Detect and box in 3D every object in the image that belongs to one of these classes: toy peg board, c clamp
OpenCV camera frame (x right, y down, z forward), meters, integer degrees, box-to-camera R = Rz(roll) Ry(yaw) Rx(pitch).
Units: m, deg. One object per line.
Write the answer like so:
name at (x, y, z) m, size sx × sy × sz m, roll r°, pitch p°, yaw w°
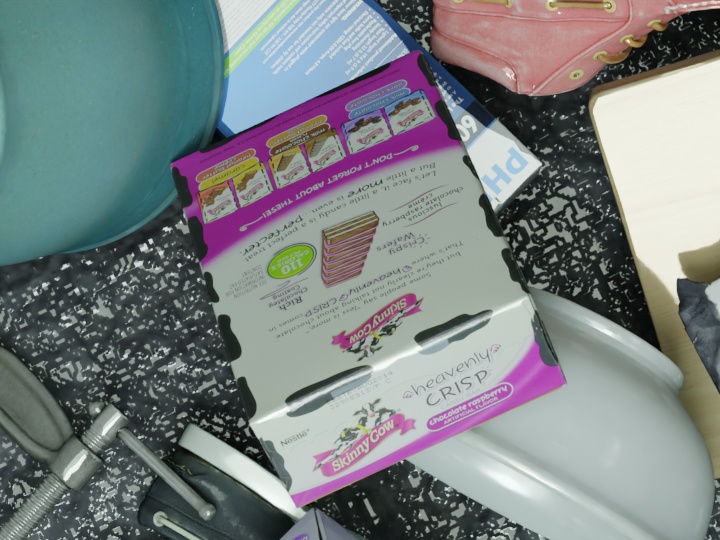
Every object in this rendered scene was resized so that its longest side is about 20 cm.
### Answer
toy peg board at (0.236, -0.030, 1.469) m, size 0.199 × 0.098 × 0.200 m, roll -16°, pitch 103°, yaw 11°
c clamp at (-0.196, 0.124, 1.476) m, size 0.200 × 0.027 × 0.171 m, roll -43°, pitch 68°, yaw 2°

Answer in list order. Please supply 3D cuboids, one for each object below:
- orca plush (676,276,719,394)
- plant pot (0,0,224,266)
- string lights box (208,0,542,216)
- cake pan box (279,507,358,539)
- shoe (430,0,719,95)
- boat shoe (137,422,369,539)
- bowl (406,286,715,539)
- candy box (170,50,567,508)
orca plush at (0.251, 0.003, 1.384) m, size 0.200 × 0.105 × 0.071 m, roll -35°, pitch 131°, yaw 11°
plant pot at (-0.188, -0.088, 1.397) m, size 0.199 × 0.188 × 0.201 m, roll 4°, pitch 104°, yaw 17°
string lights box at (-0.015, -0.084, 1.492) m, size 0.200 × 0.059 × 0.103 m, roll 45°, pitch 89°, yaw 2°
cake pan box at (-0.016, 0.233, 1.426) m, size 0.184 × 0.052 × 0.200 m, roll 37°, pitch 105°, yaw -24°
shoe at (0.127, -0.133, 1.449) m, size 0.199 × 0.072 × 0.091 m, roll 9°, pitch 121°, yaw 15°
boat shoe at (-0.018, 0.153, 1.478) m, size 0.199 × 0.076 × 0.060 m, roll 33°, pitch 87°, yaw 14°
bowl at (0.092, 0.068, 1.419) m, size 0.200 × 0.201 × 0.091 m, roll 29°, pitch 82°, yaw 2°
candy box at (0.000, 0.000, 1.368) m, size 0.136 × 0.200 × 0.061 m, roll -24°, pitch 129°, yaw 4°
